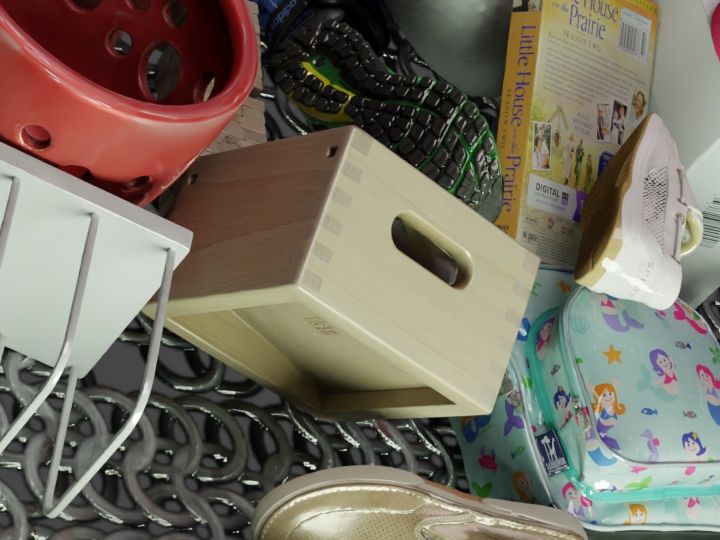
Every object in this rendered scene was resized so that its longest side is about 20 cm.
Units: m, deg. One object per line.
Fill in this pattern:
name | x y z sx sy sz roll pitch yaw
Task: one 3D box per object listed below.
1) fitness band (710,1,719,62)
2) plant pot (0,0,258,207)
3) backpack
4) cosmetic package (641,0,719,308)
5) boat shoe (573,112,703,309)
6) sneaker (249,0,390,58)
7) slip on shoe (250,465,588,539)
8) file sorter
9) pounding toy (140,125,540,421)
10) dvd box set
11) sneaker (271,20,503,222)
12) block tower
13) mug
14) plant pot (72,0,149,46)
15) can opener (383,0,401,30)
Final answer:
fitness band | 0.313 -0.115 1.487 0.143 0.037 0.201 -16 66 -43
plant pot | -0.186 -0.106 1.255 0.200 0.183 0.201 28 36 -23
backpack | 0.143 0.088 1.397 0.176 0.151 0.201 5 46 -36
cosmetic package | 0.227 -0.114 1.597 0.122 0.199 0.201 10 50 -33
boat shoe | 0.181 -0.032 1.406 0.069 0.071 0.200 31 32 -5
sneaker | -0.064 -0.198 1.531 0.199 0.077 0.112 20 34 -33
slip on shoe | 0.037 0.164 1.262 0.198 0.076 0.061 12 33 -13
file sorter | -0.213 0.021 1.167 0.199 0.139 0.125 25 45 -19
pounding toy | 0.000 0.000 1.311 0.199 0.183 0.143 33 66 -32
dvd box set | 0.141 -0.096 1.479 0.146 0.029 0.202 13 81 -52
sneaker | 0.028 -0.087 1.451 0.200 0.078 0.085 44 -6 38
block tower | -0.097 -0.100 1.435 0.057 0.054 0.201 16 45 -27
mug | 0.106 -0.223 1.546 0.148 0.198 0.176 -92 164 -53
plant pot | -0.171 -0.247 1.386 0.200 0.196 0.202 25 36 -19
can opener | -0.002 -0.264 1.652 0.200 0.063 0.079 47 36 6
